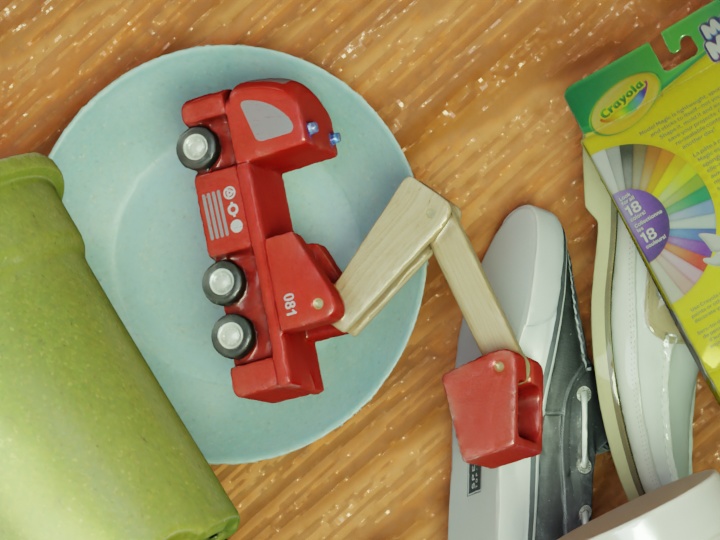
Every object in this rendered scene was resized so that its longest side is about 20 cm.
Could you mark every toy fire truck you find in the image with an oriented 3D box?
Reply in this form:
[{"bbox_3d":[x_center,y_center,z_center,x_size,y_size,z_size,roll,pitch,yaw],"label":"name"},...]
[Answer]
[{"bbox_3d":[0.000,0.000,1.260,0.140,0.049,0.202,-15,78,18],"label":"toy fire truck"}]

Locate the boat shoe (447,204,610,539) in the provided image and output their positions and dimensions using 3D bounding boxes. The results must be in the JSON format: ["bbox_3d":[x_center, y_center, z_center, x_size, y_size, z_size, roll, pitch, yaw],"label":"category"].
[{"bbox_3d":[0.087,0.071,1.293,0.067,0.072,0.202,12,73,-23],"label":"boat shoe"}]

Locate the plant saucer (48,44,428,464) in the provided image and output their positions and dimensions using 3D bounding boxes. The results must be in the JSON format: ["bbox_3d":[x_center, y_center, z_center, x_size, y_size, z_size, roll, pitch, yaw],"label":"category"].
[{"bbox_3d":[-0.063,-0.007,1.334,0.199,0.039,0.203,-1,86,9],"label":"plant saucer"}]

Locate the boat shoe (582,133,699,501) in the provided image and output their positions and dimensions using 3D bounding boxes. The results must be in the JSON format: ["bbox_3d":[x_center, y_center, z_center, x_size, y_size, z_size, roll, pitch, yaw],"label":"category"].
[{"bbox_3d":[0.145,0.011,1.280,0.068,0.075,0.202,-5,85,15],"label":"boat shoe"}]

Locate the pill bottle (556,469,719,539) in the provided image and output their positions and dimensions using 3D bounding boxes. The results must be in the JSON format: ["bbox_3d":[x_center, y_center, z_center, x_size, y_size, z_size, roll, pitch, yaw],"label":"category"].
[{"bbox_3d":[0.155,0.193,1.161,0.112,0.113,0.201,-25,88,7],"label":"pill bottle"}]

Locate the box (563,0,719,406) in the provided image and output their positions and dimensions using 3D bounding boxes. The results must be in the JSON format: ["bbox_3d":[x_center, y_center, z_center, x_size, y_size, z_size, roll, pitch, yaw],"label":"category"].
[{"bbox_3d":[0.182,-0.021,1.219,0.117,0.048,0.201,-29,75,9],"label":"box"}]

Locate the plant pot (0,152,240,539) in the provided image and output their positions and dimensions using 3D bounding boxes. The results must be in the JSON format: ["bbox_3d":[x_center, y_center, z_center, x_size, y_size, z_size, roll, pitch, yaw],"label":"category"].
[{"bbox_3d":[-0.158,0.083,1.222,0.200,0.200,0.184,-41,79,5],"label":"plant pot"}]
